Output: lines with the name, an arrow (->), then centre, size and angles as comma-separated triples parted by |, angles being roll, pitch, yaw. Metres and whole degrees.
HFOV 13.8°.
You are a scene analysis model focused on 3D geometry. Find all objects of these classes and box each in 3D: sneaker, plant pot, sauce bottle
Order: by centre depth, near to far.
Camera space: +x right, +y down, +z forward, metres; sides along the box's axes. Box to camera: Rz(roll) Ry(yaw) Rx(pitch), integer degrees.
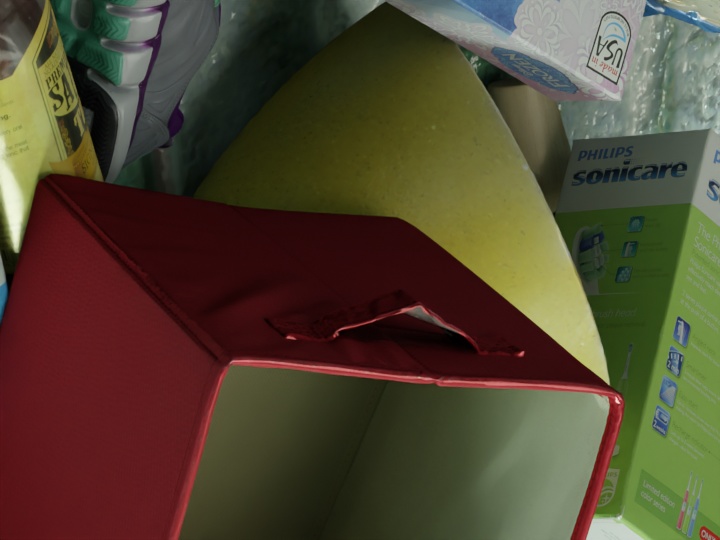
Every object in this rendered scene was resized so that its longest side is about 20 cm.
sauce bottle -> -0.143, -0.081, 1.127 | 0.066, 0.066, 0.201 | -40, 136, -30
sneaker -> -0.086, -0.130, 1.203 | 0.087, 0.074, 0.201 | -27, 142, -55
plant pot -> 0.000, 0.000, 1.302 | 0.142, 0.200, 0.200 | -27, 136, -7

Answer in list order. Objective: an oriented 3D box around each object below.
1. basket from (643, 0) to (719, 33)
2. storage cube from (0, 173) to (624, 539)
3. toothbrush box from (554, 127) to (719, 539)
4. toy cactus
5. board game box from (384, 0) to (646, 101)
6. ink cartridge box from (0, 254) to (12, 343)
basket -> 0.160, -0.192, 1.388 | 0.139, 0.200, 0.177 | 26, 89, -18
storage cube -> -0.035, 0.080, 1.122 | 0.170, 0.180, 0.201 | 6, 109, -31
toothbrush box -> 0.150, 0.055, 1.424 | 0.146, 0.086, 0.201 | 36, 62, -43
toy cactus -> 0.083, -0.013, 1.481 | 0.200, 0.102, 0.166 | -17, 105, -43
board game box -> 0.057, -0.197, 1.217 | 0.200, 0.043, 0.200 | 26, 76, -43
ink cartridge box -> -0.200, -0.024, 1.086 | 0.115, 0.068, 0.200 | -37, 145, -28
